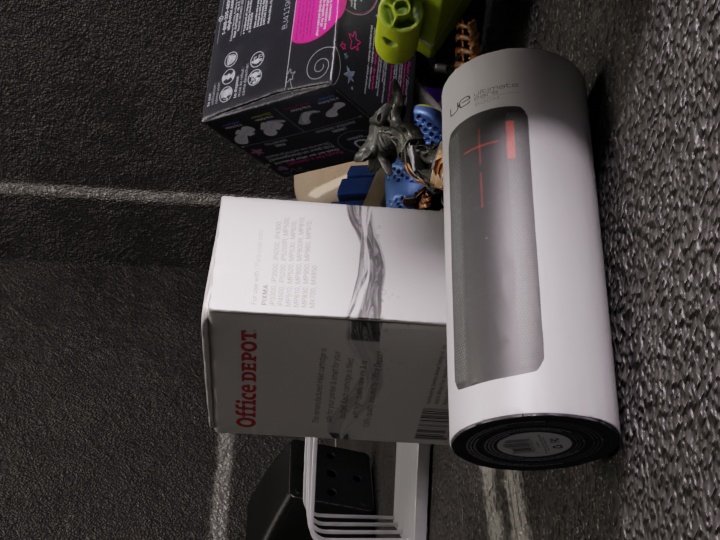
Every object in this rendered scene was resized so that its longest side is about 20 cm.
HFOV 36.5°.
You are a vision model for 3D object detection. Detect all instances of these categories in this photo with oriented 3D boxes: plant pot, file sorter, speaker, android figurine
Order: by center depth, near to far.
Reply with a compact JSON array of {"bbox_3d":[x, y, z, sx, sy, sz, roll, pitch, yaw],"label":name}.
[{"bbox_3d":[0.081,-0.009,0.544,0.081,0.080,0.202,101,172,-63],"label":"speaker"},{"bbox_3d":[0.068,-0.224,0.759,0.183,0.041,0.200,-59,-2,-7],"label":"android figurine"},{"bbox_3d":[0.003,0.222,1.192,0.200,0.123,0.140,146,126,-84],"label":"file sorter"},{"bbox_3d":[-0.069,0.387,1.724,0.201,0.198,0.179,-93,18,-59],"label":"plant pot"}]

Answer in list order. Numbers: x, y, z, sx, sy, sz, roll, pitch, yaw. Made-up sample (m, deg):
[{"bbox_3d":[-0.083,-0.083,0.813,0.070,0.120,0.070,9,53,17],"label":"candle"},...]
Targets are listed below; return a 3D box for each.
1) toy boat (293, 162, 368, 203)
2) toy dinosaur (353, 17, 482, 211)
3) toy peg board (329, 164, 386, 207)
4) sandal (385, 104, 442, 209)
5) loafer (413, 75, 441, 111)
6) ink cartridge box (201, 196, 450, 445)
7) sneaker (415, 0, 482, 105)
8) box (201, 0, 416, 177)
[{"bbox_3d":[0.017,-0.123,1.290,0.199,0.130,0.132,-19,60,39],"label":"toy boat"},{"bbox_3d":[0.075,-0.078,0.776,0.136,0.101,0.201,54,131,49],"label":"toy dinosaur"},{"bbox_3d":[0.000,0.000,1.014,0.200,0.097,0.201,-70,-26,-60],"label":"toy peg board"},{"bbox_3d":[0.050,-0.032,0.868,0.087,0.079,0.202,-2,-93,-58],"label":"sandal"},{"bbox_3d":[0.031,-0.129,0.955,0.201,0.069,0.075,59,170,16],"label":"loafer"},{"bbox_3d":[0.011,0.035,0.646,0.147,0.198,0.083,99,174,-56],"label":"ink cartridge box"},{"bbox_3d":[0.066,-0.197,0.966,0.201,0.069,0.100,97,172,-51],"label":"sneaker"},{"bbox_3d":[-0.034,-0.195,0.877,0.115,0.131,0.202,32,-124,-49],"label":"box"}]
